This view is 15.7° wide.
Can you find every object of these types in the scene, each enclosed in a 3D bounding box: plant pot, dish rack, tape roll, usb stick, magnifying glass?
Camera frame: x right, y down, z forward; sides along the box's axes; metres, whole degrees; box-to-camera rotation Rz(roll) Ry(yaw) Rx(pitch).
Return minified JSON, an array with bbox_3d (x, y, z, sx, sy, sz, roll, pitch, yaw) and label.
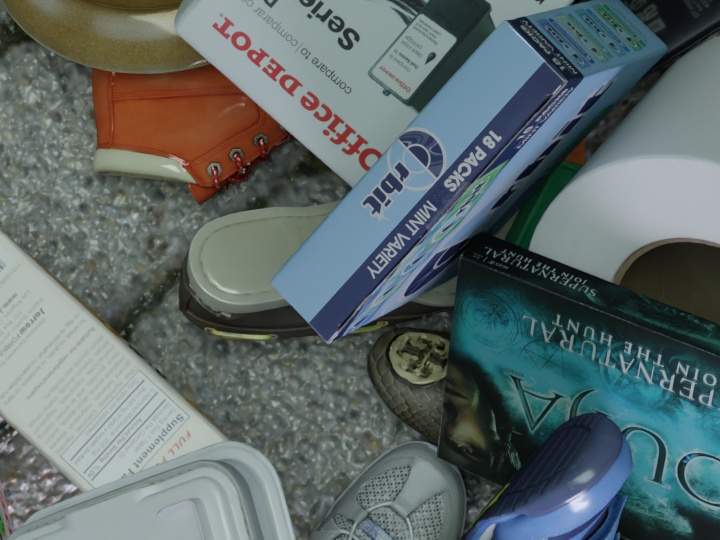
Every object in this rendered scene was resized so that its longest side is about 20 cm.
[{"bbox_3d":[-0.108,-0.195,1.422,0.199,0.028,0.201,-4,56,6],"label":"plant pot"},{"bbox_3d":[-0.097,0.196,1.252,0.171,0.043,0.201,-22,76,28],"label":"dish rack"},{"bbox_3d":[0.200,-0.003,1.308,0.202,0.203,0.139,35,44,8],"label":"tape roll"},{"bbox_3d":[0.127,-0.119,1.358,0.200,0.033,0.056,-32,84,32],"label":"usb stick"},{"bbox_3d":[0.108,-0.036,1.412,0.079,0.022,0.201,14,71,-28],"label":"magnifying glass"}]

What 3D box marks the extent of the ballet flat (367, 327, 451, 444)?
[{"bbox_3d":[0.096,0.083,1.387,0.199,0.046,0.067,30,57,6],"label":"ballet flat"}]

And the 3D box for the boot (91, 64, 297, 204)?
[{"bbox_3d":[-0.053,-0.085,1.423,0.199,0.075,0.108,6,84,13],"label":"boot"}]

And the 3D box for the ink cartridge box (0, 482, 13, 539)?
[{"bbox_3d":[-0.251,0.176,1.322,0.145,0.200,0.147,-16,80,-1],"label":"ink cartridge box"}]

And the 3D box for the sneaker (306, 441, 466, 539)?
[{"bbox_3d":[-0.011,0.178,1.368,0.075,0.082,0.200,34,84,8],"label":"sneaker"}]

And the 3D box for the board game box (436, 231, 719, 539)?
[{"bbox_3d":[0.135,0.074,1.290,0.199,0.136,0.028,22,40,21],"label":"board game box"}]

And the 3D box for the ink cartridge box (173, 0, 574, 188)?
[{"bbox_3d":[0.023,-0.154,1.310,0.146,0.083,0.200,40,107,-8],"label":"ink cartridge box"}]

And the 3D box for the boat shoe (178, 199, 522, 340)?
[{"bbox_3d":[0.000,0.000,1.404,0.199,0.060,0.072,-6,66,-18],"label":"boat shoe"}]

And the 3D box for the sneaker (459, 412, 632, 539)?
[{"bbox_3d":[0.098,0.137,1.289,0.082,0.200,0.074,41,59,6],"label":"sneaker"}]

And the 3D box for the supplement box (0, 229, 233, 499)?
[{"bbox_3d":[-0.148,0.065,1.373,0.200,0.126,0.074,42,84,8],"label":"supplement box"}]

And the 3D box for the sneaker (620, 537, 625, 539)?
[{"bbox_3d":[0.184,0.207,1.367,0.088,0.076,0.200,-35,85,-17],"label":"sneaker"}]

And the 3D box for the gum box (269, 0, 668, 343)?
[{"bbox_3d":[0.057,-0.054,1.263,0.045,0.200,0.170,45,111,7],"label":"gum box"}]
